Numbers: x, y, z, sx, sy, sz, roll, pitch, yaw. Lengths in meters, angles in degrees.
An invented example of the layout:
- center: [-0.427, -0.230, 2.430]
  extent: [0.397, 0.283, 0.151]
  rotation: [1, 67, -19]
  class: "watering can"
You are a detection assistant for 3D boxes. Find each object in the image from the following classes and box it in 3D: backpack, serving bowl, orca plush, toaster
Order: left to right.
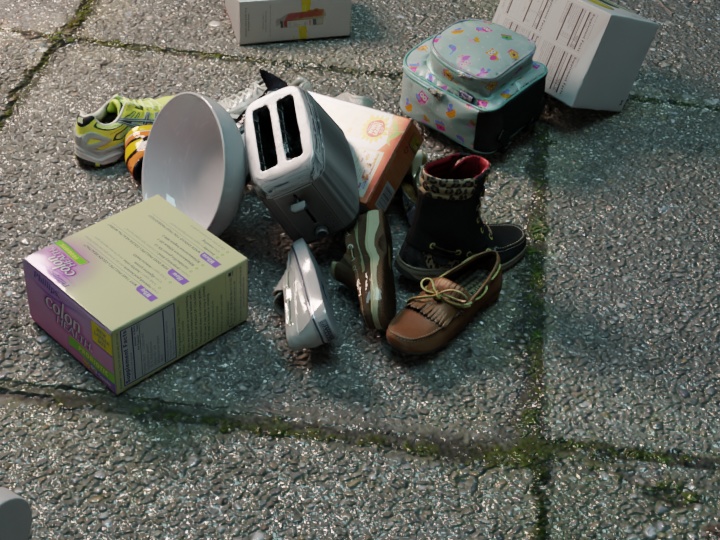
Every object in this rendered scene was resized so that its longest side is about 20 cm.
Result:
- center: [-0.206, -0.126, 1.521]
  extent: [0.065, 0.201, 0.200]
  rotation: [2, 31, -41]
  class: "serving bowl"
- center: [-0.177, -0.184, 1.604]
  extent: [0.071, 0.201, 0.105]
  rotation: [28, 11, 17]
  class: "orca plush"
- center: [-0.077, -0.144, 1.502]
  extent: [0.113, 0.129, 0.202]
  rotation: [-19, 58, 15]
  class: "toaster"
- center: [0.160, -0.285, 1.765]
  extent: [0.199, 0.154, 0.176]
  rotation: [23, 47, 32]
  class: "backpack"

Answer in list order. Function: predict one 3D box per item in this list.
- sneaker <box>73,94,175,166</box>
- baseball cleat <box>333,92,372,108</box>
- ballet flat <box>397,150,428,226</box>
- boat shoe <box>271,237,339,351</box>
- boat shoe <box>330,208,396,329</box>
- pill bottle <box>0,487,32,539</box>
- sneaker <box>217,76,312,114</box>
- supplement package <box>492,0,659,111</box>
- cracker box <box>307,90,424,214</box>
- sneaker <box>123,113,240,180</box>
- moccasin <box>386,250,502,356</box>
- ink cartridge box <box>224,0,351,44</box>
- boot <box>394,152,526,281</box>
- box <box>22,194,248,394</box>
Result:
- center: [-0.325, -0.218, 1.703]
  extent: [0.075, 0.077, 0.199]
  rotation: [28, 43, 30]
  class: "sneaker"
- center: [-0.004, -0.187, 1.667]
  extent: [0.069, 0.107, 0.200]
  rotation: [11, 27, -44]
  class: "baseball cleat"
- center: [0.081, -0.126, 1.632]
  extent: [0.071, 0.073, 0.201]
  rotation: [-6, 39, -12]
  class: "ballet flat"
- center: [-0.074, 0.031, 1.424]
  extent: [0.065, 0.072, 0.201]
  rotation: [-23, 36, 3]
  class: "boat shoe"
- center: [0.002, 0.005, 1.469]
  extent: [0.074, 0.075, 0.203]
  rotation: [-12, 35, 10]
  class: "boat shoe"
- center: [-0.419, 0.220, 1.110]
  extent: [0.198, 0.117, 0.116]
  rotation: [21, 41, 19]
  class: "pill bottle"
- center: [-0.163, -0.245, 1.751]
  extent: [0.198, 0.082, 0.075]
  rotation: [-10, 42, -15]
  class: "sneaker"
- center: [0.327, -0.362, 1.852]
  extent: [0.151, 0.152, 0.200]
  rotation: [-4, 33, -47]
  class: "supplement package"
- center: [-0.031, -0.160, 1.602]
  extent: [0.199, 0.058, 0.135]
  rotation: [21, 75, 32]
  class: "cracker box"
- center: [-0.232, -0.162, 1.655]
  extent: [0.198, 0.070, 0.091]
  rotation: [-6, 45, -6]
  class: "sneaker"
- center: [0.105, 0.036, 1.419]
  extent: [0.200, 0.078, 0.073]
  rotation: [-28, 48, -34]
  class: "moccasin"
- center: [-0.126, -0.466, 2.029]
  extent: [0.198, 0.084, 0.146]
  rotation: [-7, 39, -14]
  class: "ink cartridge box"
- center: [0.141, -0.072, 1.495]
  extent: [0.198, 0.152, 0.073]
  rotation: [-9, 36, -27]
  class: "boot"
- center: [-0.262, 0.023, 1.389]
  extent: [0.175, 0.097, 0.199]
  rotation: [33, 46, 31]
  class: "box"
